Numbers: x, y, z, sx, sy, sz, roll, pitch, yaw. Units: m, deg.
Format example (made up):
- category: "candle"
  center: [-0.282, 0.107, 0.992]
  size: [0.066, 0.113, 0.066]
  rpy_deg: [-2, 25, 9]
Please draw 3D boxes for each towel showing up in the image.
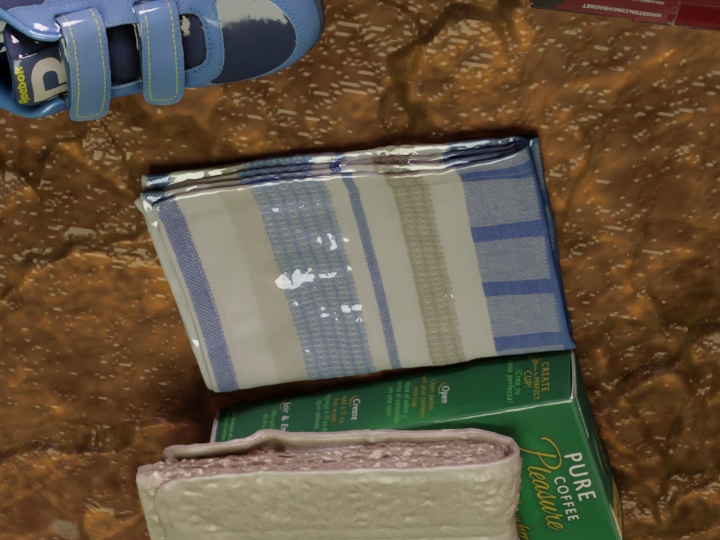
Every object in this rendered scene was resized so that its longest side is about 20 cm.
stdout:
- category: "towel"
  center: [0.000, 0.000, 1.023]
  size: [0.200, 0.024, 0.147]
  rpy_deg: [-6, 131, 9]
- category: "towel"
  center: [-0.013, 0.140, 1.080]
  size: [0.200, 0.035, 0.133]
  rpy_deg: [-2, 132, 5]

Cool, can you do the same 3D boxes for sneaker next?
- category: "sneaker"
  center: [-0.116, -0.102, 0.905]
  size: [0.200, 0.082, 0.074]
  rpy_deg: [0, 129, 2]

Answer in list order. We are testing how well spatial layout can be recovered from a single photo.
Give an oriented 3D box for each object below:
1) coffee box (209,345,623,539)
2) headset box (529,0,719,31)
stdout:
- category: "coffee box"
  center: [0.033, 0.112, 1.103]
  size: [0.200, 0.044, 0.123]
  rpy_deg: [-12, 128, 15]
- category: "headset box"
  center: [0.152, -0.181, 0.820]
  size: [0.149, 0.077, 0.200]
  rpy_deg: [6, 132, -1]
